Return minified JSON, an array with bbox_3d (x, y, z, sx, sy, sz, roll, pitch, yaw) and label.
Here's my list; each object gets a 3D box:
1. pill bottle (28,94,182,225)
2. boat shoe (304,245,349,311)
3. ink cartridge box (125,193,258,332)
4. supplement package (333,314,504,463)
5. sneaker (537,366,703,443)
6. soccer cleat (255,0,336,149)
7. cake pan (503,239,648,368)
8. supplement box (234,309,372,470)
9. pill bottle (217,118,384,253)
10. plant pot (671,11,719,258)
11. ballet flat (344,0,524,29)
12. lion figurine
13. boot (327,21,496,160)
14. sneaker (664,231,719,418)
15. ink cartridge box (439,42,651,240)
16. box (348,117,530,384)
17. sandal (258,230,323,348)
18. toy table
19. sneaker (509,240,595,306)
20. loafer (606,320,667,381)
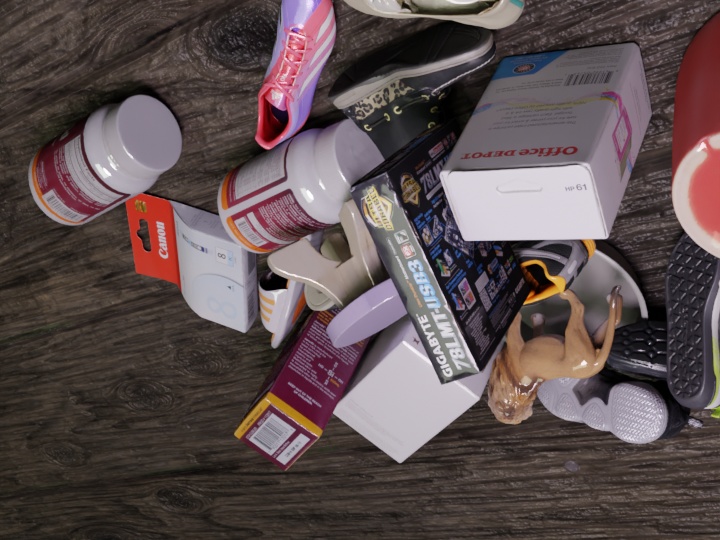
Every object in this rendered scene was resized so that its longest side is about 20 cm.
[{"bbox_3d":[-0.318,-0.138,1.374,0.198,0.115,0.115,-20,117,41],"label":"pill bottle"},{"bbox_3d":[0.020,-0.003,1.350,0.199,0.073,0.067,-28,151,36],"label":"boat shoe"},{"bbox_3d":[-0.235,-0.014,1.488,0.197,0.048,0.162,17,136,14],"label":"ink cartridge box"},{"bbox_3d":[0.073,0.129,1.384,0.119,0.122,0.200,36,138,-5],"label":"supplement package"},{"bbox_3d":[0.289,0.144,1.244,0.112,0.077,0.199,11,-172,-36],"label":"sneaker"},{"bbox_3d":[-0.074,-0.219,1.182,0.066,0.077,0.201,26,138,6],"label":"soccer cleat"},{"bbox_3d":[0.233,0.031,1.261,0.197,0.037,0.202,16,135,17],"label":"cake pan"},{"bbox_3d":[-0.069,0.139,1.418,0.085,0.201,0.110,35,138,-6],"label":"supplement box"},{"bbox_3d":[-0.066,-0.097,1.265,0.198,0.110,0.110,-20,118,41],"label":"pill bottle"},{"bbox_3d":[0.355,-0.112,0.953,0.197,0.178,0.203,17,135,17],"label":"plant pot"},{"bbox_3d":[0.060,-0.273,1.058,0.197,0.070,0.070,10,134,19],"label":"ballet flat"},{"bbox_3d":[0.211,0.094,1.201,0.072,0.125,0.199,18,155,-27],"label":"lion figurine"},{"bbox_3d":[0.081,-0.165,1.150,0.201,0.074,0.154,-13,126,38],"label":"boot"},{"bbox_3d":[0.363,0.048,1.138,0.082,0.204,0.071,8,180,-32],"label":"sneaker"},{"bbox_3d":[0.178,-0.120,1.032,0.142,0.201,0.085,0,129,31],"label":"ink cartridge box"},{"bbox_3d":[0.084,-0.025,1.048,0.049,0.200,0.201,-21,102,29],"label":"box"},{"bbox_3d":[-0.095,0.006,1.410,0.058,0.079,0.209,25,129,9],"label":"sandal"},{"bbox_3d":[0.000,0.000,1.220,0.118,0.182,0.200,62,152,9],"label":"toy table"},{"bbox_3d":[0.161,0.007,1.198,0.078,0.078,0.199,46,138,-17],"label":"sneaker"},{"bbox_3d":[0.362,0.099,1.201,0.197,0.069,0.071,3,142,3],"label":"loafer"}]
